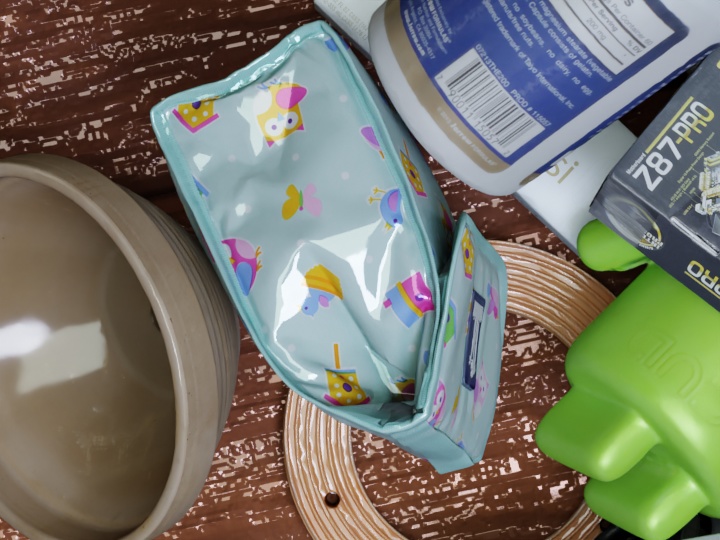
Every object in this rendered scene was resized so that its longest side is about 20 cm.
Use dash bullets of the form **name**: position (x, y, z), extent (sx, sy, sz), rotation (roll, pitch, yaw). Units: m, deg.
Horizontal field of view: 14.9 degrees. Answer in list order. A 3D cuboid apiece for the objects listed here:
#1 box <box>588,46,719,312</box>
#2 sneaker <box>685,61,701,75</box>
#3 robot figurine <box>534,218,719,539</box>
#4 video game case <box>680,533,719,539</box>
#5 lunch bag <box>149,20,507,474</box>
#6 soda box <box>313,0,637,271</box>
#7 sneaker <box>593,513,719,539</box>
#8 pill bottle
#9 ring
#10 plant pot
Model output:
- **box**: position (0.228, -0.055, 1.282), extent (0.161, 0.049, 0.200), rotation (38, 67, 5)
- **sneaker**: position (0.262, -0.115, 1.389), extent (0.200, 0.076, 0.081), rotation (-13, 101, 2)
- **robot figurine**: position (0.180, 0.038, 1.333), extent (0.200, 0.116, 0.175), rotation (-45, 111, -10)
- **video game case**: position (0.130, 0.212, 1.362), extent (0.143, 0.017, 0.200), rotation (-10, 131, 3)
- **lunch bag**: position (0.000, 0.000, 1.320), extent (0.122, 0.170, 0.200), rotation (-30, 76, 4)
- **soda box**: position (0.068, -0.090, 1.388), extent (0.200, 0.068, 0.064), rotation (43, 92, -2)
- **sneaker**: position (0.200, 0.144, 1.384), extent (0.200, 0.071, 0.099), rotation (-27, 114, 4)
- **pill bottle**: position (0.110, -0.132, 1.266), extent (0.200, 0.111, 0.111), rotation (-36, 92, 24)
- **ring**: position (0.060, 0.084, 1.420), extent (0.200, 0.019, 0.201), rotation (0, 92, -1)
- **plant pot**: position (-0.126, 0.034, 1.360), extent (0.201, 0.093, 0.201), rotation (16, 116, 37)
